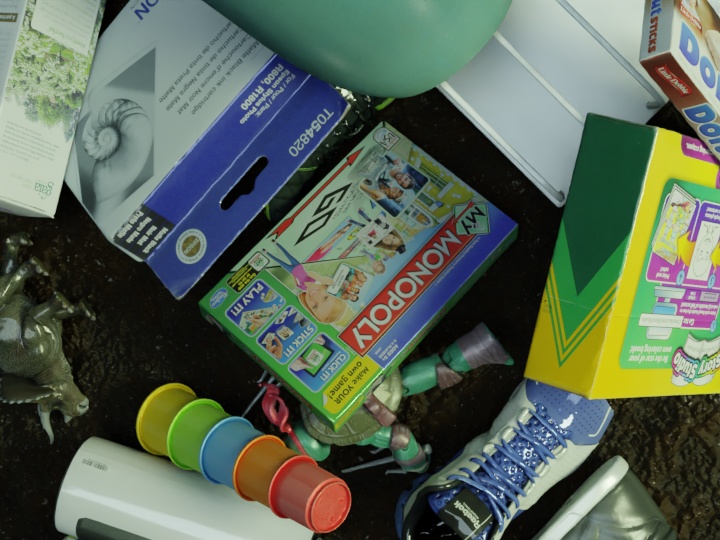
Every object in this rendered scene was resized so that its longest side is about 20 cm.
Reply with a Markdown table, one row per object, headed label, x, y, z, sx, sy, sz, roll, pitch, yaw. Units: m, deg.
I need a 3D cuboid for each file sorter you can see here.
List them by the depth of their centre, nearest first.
| label | x | y | z | sx | sy | sz | roll | pitch | yaw |
| --- | --- | --- | --- | --- | --- | --- | --- | --- | --- |
| file sorter | 0.163 | -0.161 | 0.866 | 0.139 | 0.125 | 0.200 | 45 | 99 | 2 |

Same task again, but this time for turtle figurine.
| label | x | y | z | sx | sy | sz | roll | pitch | yaw |
| --- | --- | --- | --- | --- | --- | --- | --- | --- | --- |
| turtle figurine | 0.007 | 0.091 | 0.929 | 0.200 | 0.101 | 0.150 | -39 | 88 | 4 |

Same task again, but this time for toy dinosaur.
| label | x | y | z | sx | sy | sz | roll | pitch | yaw |
| --- | --- | --- | --- | --- | --- | --- | --- | --- | --- |
| toy dinosaur | -0.280 | 0.034 | 0.975 | 0.102 | 0.077 | 0.200 | -41 | 91 | 3 |

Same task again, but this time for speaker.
| label | x | y | z | sx | sy | sz | roll | pitch | yaw |
| --- | --- | --- | --- | --- | --- | --- | --- | --- | --- |
| speaker | -0.130 | 0.196 | 0.964 | 0.200 | 0.081 | 0.081 | 17 | 97 | 6 |

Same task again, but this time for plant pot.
| label | x | y | z | sx | sy | sz | roll | pitch | yaw |
| --- | --- | --- | --- | --- | --- | --- | --- | --- | --- |
| plant pot | 0.007 | -0.210 | 0.808 | 0.201 | 0.201 | 0.161 | -45 | 121 | 10 |

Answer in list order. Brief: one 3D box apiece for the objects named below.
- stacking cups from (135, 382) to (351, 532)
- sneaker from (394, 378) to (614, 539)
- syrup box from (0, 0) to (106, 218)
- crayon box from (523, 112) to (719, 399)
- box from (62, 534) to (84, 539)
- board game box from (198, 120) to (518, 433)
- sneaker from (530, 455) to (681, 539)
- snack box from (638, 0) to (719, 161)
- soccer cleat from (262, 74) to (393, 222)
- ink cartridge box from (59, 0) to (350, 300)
| label | x | y | z | sx | sy | sz | roll | pitch | yaw |
| --- | --- | --- | --- | --- | --- | --- | --- | --- | --- |
| stacking cups | -0.089 | 0.137 | 0.904 | 0.200 | 0.060 | 0.061 | 17 | 99 | 47 |
| sneaker | 0.103 | 0.155 | 0.906 | 0.199 | 0.115 | 0.081 | -43 | 89 | 10 |
| syrup box | -0.259 | -0.146 | 0.924 | 0.081 | 0.079 | 0.200 | 10 | 84 | 31 |
| crayon box | 0.203 | -0.003 | 0.837 | 0.058 | 0.200 | 0.173 | 19 | 99 | 39 |
| box | -0.148 | 0.260 | 0.942 | 0.200 | 0.137 | 0.040 | 18 | 100 | 6 |
| board game box | 0.000 | 0.000 | 0.899 | 0.135 | 0.029 | 0.200 | 39 | 74 | 17 |
| sneaker | 0.159 | 0.243 | 0.926 | 0.099 | 0.071 | 0.200 | 44 | 95 | 8 |
| snack box | 0.236 | -0.107 | 0.790 | 0.024 | 0.200 | 0.072 | -12 | 54 | 39 |
| soccer cleat | -0.018 | -0.125 | 0.927 | 0.081 | 0.068 | 0.200 | 21 | 95 | 5 |
| ink cartridge box | -0.135 | -0.115 | 0.918 | 0.200 | 0.041 | 0.200 | -48 | 61 | 9 |
